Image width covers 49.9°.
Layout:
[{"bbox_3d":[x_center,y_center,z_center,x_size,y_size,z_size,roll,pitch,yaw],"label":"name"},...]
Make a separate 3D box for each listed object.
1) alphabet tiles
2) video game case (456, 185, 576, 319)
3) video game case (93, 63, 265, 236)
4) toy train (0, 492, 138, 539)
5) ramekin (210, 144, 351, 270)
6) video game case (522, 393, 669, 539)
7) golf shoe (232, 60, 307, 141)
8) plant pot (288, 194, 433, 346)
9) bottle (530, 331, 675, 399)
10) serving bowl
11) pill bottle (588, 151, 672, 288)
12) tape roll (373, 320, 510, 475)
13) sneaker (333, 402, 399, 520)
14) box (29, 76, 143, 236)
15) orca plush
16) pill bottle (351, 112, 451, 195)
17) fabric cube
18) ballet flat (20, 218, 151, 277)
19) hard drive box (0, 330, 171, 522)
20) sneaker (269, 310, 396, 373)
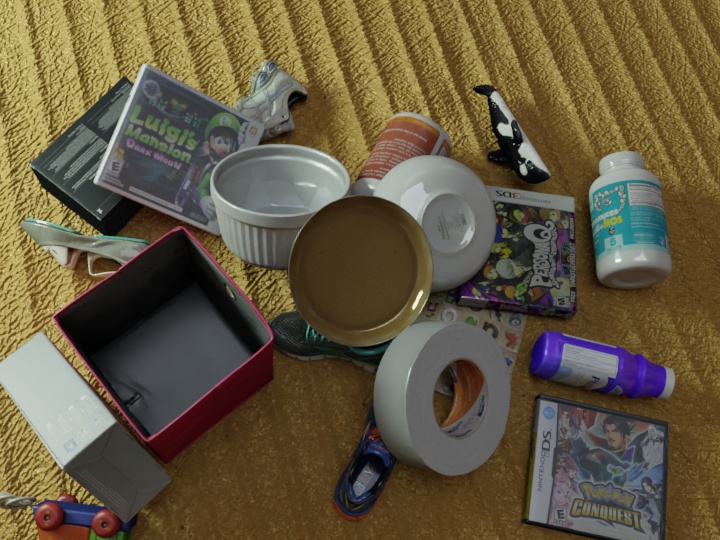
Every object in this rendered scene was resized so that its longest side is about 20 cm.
[{"bbox_3d":[0.159,0.096,1.162,0.165,0.006,0.201,20,68,1],"label":"alphabet tiles"},{"bbox_3d":[0.244,-0.032,1.200,0.179,0.036,0.202,8,66,-3],"label":"video game case"},{"bbox_3d":[-0.258,-0.171,1.124,0.199,0.023,0.183,24,87,-30],"label":"video game case"},{"bbox_3d":[-0.390,0.344,0.969,0.198,0.085,0.117,8,82,-3],"label":"toy train"},{"bbox_3d":[-0.113,-0.089,1.113,0.198,0.106,0.201,3,38,-2],"label":"ramekin"},{"bbox_3d":[0.337,0.285,1.099,0.198,0.026,0.182,12,68,-2],"label":"video game case"},{"bbox_3d":[-0.153,-0.237,1.219,0.097,0.078,0.201,28,70,-2],"label":"golf shoe"},{"bbox_3d":[0.000,0.000,1.036,0.198,0.027,0.202,-1,96,-13],"label":"plant pot"},{"bbox_3d":[0.352,0.143,1.125,0.198,0.084,0.066,14,67,-2],"label":"bottle"},{"bbox_3d":[0.113,-0.066,1.101,0.198,0.066,0.202,-1,92,-20],"label":"serving bowl"},{"bbox_3d":[0.416,-0.081,1.203,0.110,0.111,0.202,3,68,-5],"label":"pill bottle"},{"bbox_3d":[0.113,0.169,1.037,0.199,0.066,0.202,1,89,-38],"label":"tape roll"},{"bbox_3d":[0.030,0.242,1.051,0.075,0.079,0.201,23,68,2],"label":"sneaker"},{"bbox_3d":[-0.366,-0.170,1.165,0.141,0.079,0.200,36,69,10],"label":"box"},{"bbox_3d":[0.230,-0.212,1.255,0.071,0.105,0.201,-33,77,15],"label":"orca plush"},{"bbox_3d":[0.053,-0.132,1.180,0.112,0.112,0.201,27,68,4],"label":"pill bottle"},{"bbox_3d":[-0.242,0.103,1.009,0.200,0.200,0.196,-38,77,-18],"label":"fabric cube"},{"bbox_3d":[-0.398,-0.027,1.114,0.198,0.067,0.064,11,79,-1],"label":"ballet flat"},{"bbox_3d":[-0.342,0.191,0.949,0.077,0.156,0.199,-42,53,-19],"label":"hard drive box"},{"bbox_3d":[-0.032,0.089,1.096,0.198,0.091,0.078,9,67,-3],"label":"sneaker"}]
